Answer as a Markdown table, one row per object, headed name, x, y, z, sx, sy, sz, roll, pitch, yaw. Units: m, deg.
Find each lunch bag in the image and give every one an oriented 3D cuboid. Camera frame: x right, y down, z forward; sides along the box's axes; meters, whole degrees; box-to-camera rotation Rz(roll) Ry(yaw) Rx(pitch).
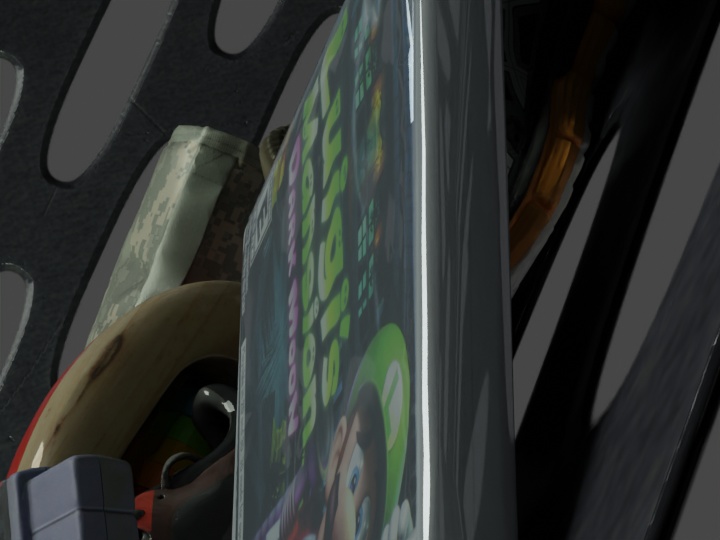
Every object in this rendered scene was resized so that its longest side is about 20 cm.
| name | x | y | z | sx | sy | sz | roll | pitch | yaw |
| --- | --- | --- | --- | --- | --- | --- | --- | --- | --- |
| lunch bag | -0.067 | 0.030 | 1.092 | 0.200 | 0.117 | 0.165 | 44 | -111 | -78 |

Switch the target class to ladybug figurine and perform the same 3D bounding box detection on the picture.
| name | x | y | z | sx | sy | sz | roll | pitch | yaw |
| --- | --- | --- | --- | --- | --- | --- | --- | --- | --- |
| ladybug figurine | -0.085 | 0.087 | 0.942 | 0.072 | 0.136 | 0.200 | -10 | 33 | 43 |

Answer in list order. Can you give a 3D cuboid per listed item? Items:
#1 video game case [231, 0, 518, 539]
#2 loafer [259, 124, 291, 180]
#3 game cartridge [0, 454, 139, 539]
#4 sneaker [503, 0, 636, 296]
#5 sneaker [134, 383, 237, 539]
| name | x | y | z | sx | sy | sz | roll | pitch | yaw |
| --- | --- | --- | --- | --- | --- | --- | --- | --- | --- |
| video game case | -0.003 | 0.030 | 0.545 | 0.182 | 0.023 | 0.201 | 119 | 156 | -56 |
| loafer | 0.000 | 0.000 | 0.854 | 0.200 | 0.076 | 0.068 | -92 | -10 | -66 |
| game cartridge | -0.144 | 0.154 | 0.849 | 0.200 | 0.038 | 0.130 | -30 | 65 | 45 |
| sneaker | 0.027 | -0.048 | 0.664 | 0.078 | 0.077 | 0.200 | 121 | 171 | -54 |
| sneaker | -0.065 | 0.126 | 0.859 | 0.077 | 0.082 | 0.200 | 117 | 175 | -47 |
